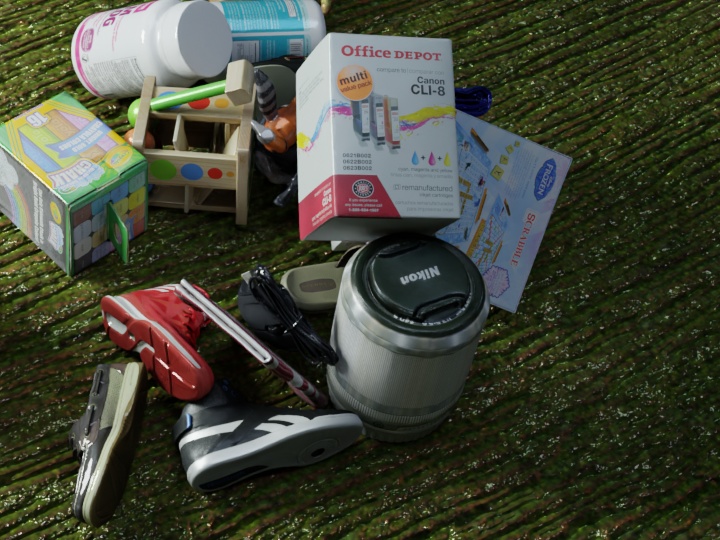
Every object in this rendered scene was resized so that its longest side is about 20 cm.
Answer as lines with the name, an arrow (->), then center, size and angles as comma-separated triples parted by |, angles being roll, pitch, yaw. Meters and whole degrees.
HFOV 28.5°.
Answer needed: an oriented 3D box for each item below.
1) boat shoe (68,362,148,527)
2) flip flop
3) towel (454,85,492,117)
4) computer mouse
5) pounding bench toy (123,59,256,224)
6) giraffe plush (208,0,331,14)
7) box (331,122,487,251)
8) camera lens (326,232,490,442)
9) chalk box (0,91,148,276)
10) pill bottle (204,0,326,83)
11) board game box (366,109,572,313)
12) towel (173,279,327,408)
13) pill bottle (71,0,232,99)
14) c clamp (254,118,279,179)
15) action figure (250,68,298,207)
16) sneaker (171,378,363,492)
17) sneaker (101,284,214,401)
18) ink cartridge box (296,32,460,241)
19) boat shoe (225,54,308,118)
boat shoe -> -0.272, 0.180, 1.482 | 0.064, 0.074, 0.201 | 4, 43, 7
flip flop -> 0.000, 0.000, 1.699 | 0.199, 0.058, 0.081 | -9, 51, -21
towel -> 0.050, -0.186, 1.779 | 0.147, 0.199, 0.050 | -2, 81, -47
computer mouse -> -0.100, 0.049, 1.578 | 0.053, 0.200, 0.139 | -41, 104, -6
pounding bench toy -> -0.207, -0.173, 1.710 | 0.155, 0.201, 0.125 | 5, 48, -2
giraffe plush -> -0.140, -0.435, 2.012 | 0.199, 0.173, 0.162 | -21, 33, -14
box -> 0.061, -0.103, 1.747 | 0.199, 0.097, 0.125 | -6, 80, -17
camera lens -> 0.048, 0.072, 1.548 | 0.159, 0.201, 0.161 | 6, 47, -6
chalk box -> -0.329, -0.091, 1.670 | 0.200, 0.125, 0.124 | 39, 53, 21
pill bottle -> -0.151, -0.307, 1.908 | 0.199, 0.111, 0.111 | -4, 49, -15
board game box -> 0.127, -0.076, 1.681 | 0.198, 0.201, 0.041 | 21, 1, -19
towel -> -0.116, 0.083, 1.524 | 0.144, 0.200, 0.023 | 38, 86, 23
pill bottle -> -0.264, -0.282, 1.799 | 0.199, 0.114, 0.113 | -1, 34, 41
c clamp -> -0.061, -0.183, 1.872 | 0.170, 0.027, 0.201 | 5, 48, -7
action figure -> -0.080, -0.191, 1.702 | 0.104, 0.194, 0.201 | 28, 71, 1
sneaker -> -0.105, 0.156, 1.527 | 0.199, 0.073, 0.112 | -13, 54, -20
sneaker -> -0.193, 0.064, 1.570 | 0.115, 0.079, 0.200 | -23, 42, -32
ink cartridge box -> 0.016, -0.141, 1.542 | 0.144, 0.145, 0.202 | 0, 80, -17
boat shoe -> -0.098, -0.240, 1.831 | 0.201, 0.074, 0.063 | -6, 36, -44
